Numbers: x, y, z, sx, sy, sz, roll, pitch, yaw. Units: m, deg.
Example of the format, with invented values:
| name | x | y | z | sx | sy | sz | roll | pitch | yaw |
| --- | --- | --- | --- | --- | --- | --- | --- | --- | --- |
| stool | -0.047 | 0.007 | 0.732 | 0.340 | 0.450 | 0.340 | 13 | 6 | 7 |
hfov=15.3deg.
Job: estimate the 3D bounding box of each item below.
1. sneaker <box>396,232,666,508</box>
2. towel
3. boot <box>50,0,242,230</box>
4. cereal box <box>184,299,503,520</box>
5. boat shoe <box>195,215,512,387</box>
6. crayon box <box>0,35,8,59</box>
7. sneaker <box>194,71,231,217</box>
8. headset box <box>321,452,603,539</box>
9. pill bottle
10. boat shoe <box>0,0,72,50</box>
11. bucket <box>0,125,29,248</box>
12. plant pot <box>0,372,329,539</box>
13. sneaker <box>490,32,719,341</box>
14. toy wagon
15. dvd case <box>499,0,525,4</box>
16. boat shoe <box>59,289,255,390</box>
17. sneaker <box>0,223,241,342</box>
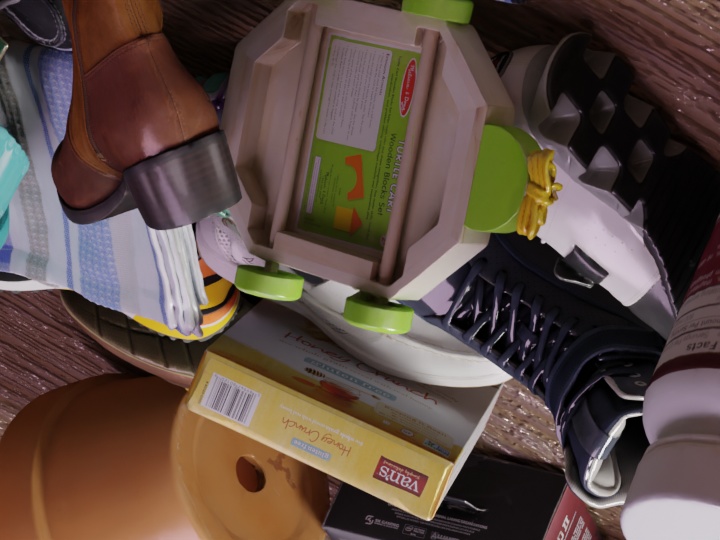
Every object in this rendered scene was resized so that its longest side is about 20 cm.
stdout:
| name | x | y | z | sx | sy | sz | roll | pitch | yaw |
| --- | --- | --- | --- | --- | --- | --- | --- | --- | --- |
| sneaker | 0.089 | 0.038 | 1.323 | 0.201 | 0.146 | 0.077 | 23 | 117 | -5 |
| towel | -0.158 | -0.049 | 1.420 | 0.199 | 0.024 | 0.148 | 17 | 125 | 46 |
| boot | -0.131 | -0.121 | 1.237 | 0.188 | 0.068 | 0.201 | -156 | 45 | -74 |
| cereal box | -0.003 | 0.065 | 1.455 | 0.143 | 0.040 | 0.200 | 24 | -165 | 5 |
| boat shoe | 0.000 | 0.000 | 1.425 | 0.199 | 0.071 | 0.069 | 22 | 154 | 12 |
| crayon box | -0.266 | -0.127 | 1.236 | 0.200 | 0.051 | 0.127 | 44 | 132 | 7 |
| sneaker | -0.055 | -0.050 | 1.338 | 0.199 | 0.088 | 0.074 | -16 | 134 | 43 |
| headset box | 0.076 | 0.184 | 1.690 | 0.148 | 0.077 | 0.200 | 11 | 152 | 28 |
| pill bottle | 0.192 | 0.041 | 1.179 | 0.114 | 0.201 | 0.114 | 20 | 154 | 10 |
| boat shoe | -0.186 | -0.162 | 1.297 | 0.073 | 0.068 | 0.200 | 13 | 151 | 26 |
| bucket | -0.278 | -0.046 | 1.378 | 0.207 | 0.135 | 0.207 | 31 | 169 | 7 |
| plant pot | -0.115 | 0.146 | 1.685 | 0.140 | 0.201 | 0.200 | -26 | 125 | 39 |
| sneaker | 0.116 | -0.031 | 1.269 | 0.088 | 0.074 | 0.200 | -5 | 131 | 47 |
| toy wagon | 0.015 | -0.052 | 1.219 | 0.199 | 0.156 | 0.039 | 17 | -171 | 38 |
| dvd case | -0.028 | -0.184 | 1.172 | 0.199 | 0.018 | 0.143 | 15 | 151 | 24 |
| boat shoe | -0.086 | 0.048 | 1.589 | 0.199 | 0.072 | 0.068 | 21 | 152 | 5 |
| sneaker | -0.162 | -0.028 | 1.533 | 0.199 | 0.070 | 0.090 | 17 | 146 | 9 |
